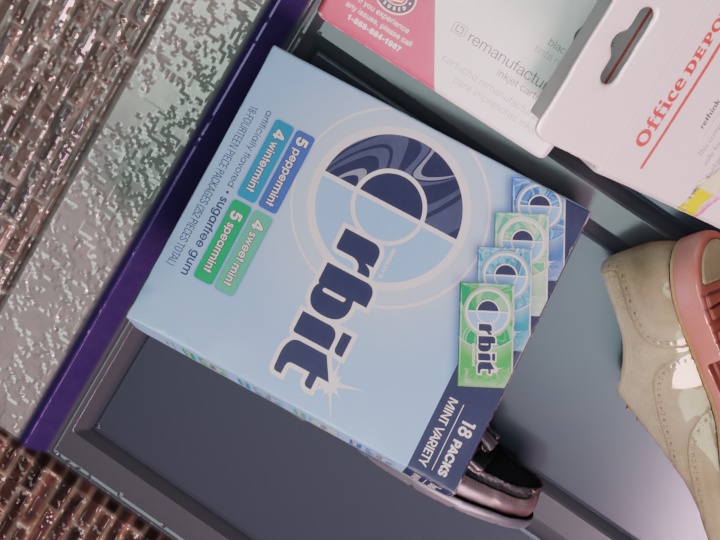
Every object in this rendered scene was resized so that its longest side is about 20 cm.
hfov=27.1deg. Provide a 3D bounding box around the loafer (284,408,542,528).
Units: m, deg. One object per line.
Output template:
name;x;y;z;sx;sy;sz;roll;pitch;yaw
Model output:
loafer;0.021;0.075;0.854;0.198;0.072;0.064;29;102;7

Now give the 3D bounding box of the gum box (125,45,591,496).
gum box;0.000;0.000;0.818;0.198;0.045;0.171;27;80;4

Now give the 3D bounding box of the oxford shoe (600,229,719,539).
oxford shoe;0.186;0.076;0.832;0.073;0.071;0.203;-6;103;38

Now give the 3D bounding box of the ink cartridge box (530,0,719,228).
ink cartridge box;0.167;-0.093;0.730;0.198;0.068;0.117;20;110;-36

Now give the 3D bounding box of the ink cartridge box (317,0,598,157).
ink cartridge box;0.090;-0.185;0.772;0.146;0.083;0.201;32;107;3
